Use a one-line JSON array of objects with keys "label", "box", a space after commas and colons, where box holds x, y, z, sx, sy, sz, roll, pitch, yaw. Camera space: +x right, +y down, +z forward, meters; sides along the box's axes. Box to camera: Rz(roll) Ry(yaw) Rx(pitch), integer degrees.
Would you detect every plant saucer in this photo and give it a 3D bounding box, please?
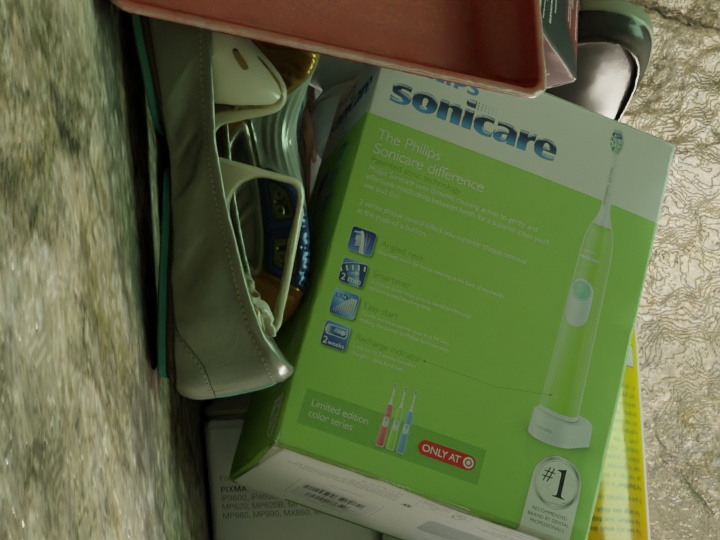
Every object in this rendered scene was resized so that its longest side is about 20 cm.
[{"label": "plant saucer", "box": [-0.021, -0.171, 0.861, 0.037, 0.200, 0.200, -29, -121, 53]}]

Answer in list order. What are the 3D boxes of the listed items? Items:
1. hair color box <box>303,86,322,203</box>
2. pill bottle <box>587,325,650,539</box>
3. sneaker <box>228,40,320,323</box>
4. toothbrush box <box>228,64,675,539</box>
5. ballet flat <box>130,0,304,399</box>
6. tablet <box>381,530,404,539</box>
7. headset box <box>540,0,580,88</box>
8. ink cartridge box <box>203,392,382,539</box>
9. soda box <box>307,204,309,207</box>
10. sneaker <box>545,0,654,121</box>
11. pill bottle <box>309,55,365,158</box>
[{"label": "hair color box", "box": [-0.020, -0.045, 1.338, 0.100, 0.060, 0.201, -13, -101, 57]}, {"label": "pill bottle", "box": [0.087, 0.106, 1.066, 0.109, 0.109, 0.201, 77, 10, -76]}, {"label": "sneaker", "box": [-0.056, -0.070, 0.953, 0.088, 0.075, 0.201, 155, -60, -84]}, {"label": "toothbrush box", "box": [0.043, 0.018, 0.968, 0.086, 0.145, 0.201, 137, -30, -67]}, {"label": "ballet flat", "box": [-0.055, -0.050, 0.861, 0.067, 0.063, 0.201, -59, 145, -87]}, {"label": "tablet", "box": [0.027, 0.204, 1.036, 0.200, 0.014, 0.130, 74, 16, -54]}, {"label": "headset box", "box": [0.045, -0.187, 1.045, 0.200, 0.077, 0.149, 48, 39, -51]}, {"label": "ink cartridge box", "box": [-0.020, 0.152, 1.073, 0.146, 0.085, 0.201, -50, 134, -79]}, {"label": "soda box", "box": [0.000, 0.000, 1.131, 0.200, 0.068, 0.064, 18, 70, -85]}, {"label": "sneaker", "box": [0.097, -0.053, 1.141, 0.200, 0.075, 0.106, 124, -23, -52]}, {"label": "pill bottle", "box": [0.011, -0.161, 1.177, 0.111, 0.110, 0.201, 78, 8, -75]}]
